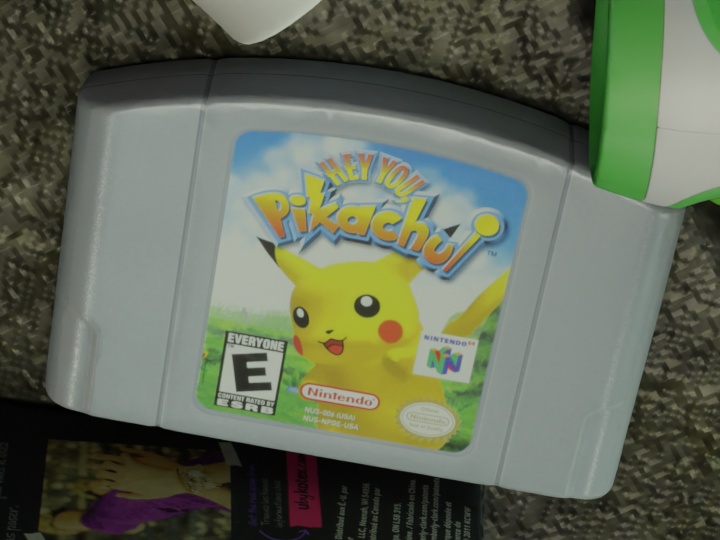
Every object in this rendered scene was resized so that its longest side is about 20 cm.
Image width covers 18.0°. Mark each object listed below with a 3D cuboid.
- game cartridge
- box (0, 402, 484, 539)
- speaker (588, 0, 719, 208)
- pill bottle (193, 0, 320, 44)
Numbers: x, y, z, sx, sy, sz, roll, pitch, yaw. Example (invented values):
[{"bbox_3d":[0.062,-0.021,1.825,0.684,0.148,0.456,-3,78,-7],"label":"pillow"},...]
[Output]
[{"bbox_3d":[0.000,0.000,0.748,0.198,0.041,0.134,9,116,-2],"label":"game cartridge"},{"bbox_3d":[-0.062,0.131,0.784,0.198,0.106,0.123,8,119,0],"label":"box"},{"bbox_3d":[0.170,-0.056,0.675,0.198,0.089,0.089,3,119,2],"label":"speaker"},{"bbox_3d":[-0.075,-0.159,0.620,0.111,0.111,0.200,-38,110,22],"label":"pill bottle"}]
